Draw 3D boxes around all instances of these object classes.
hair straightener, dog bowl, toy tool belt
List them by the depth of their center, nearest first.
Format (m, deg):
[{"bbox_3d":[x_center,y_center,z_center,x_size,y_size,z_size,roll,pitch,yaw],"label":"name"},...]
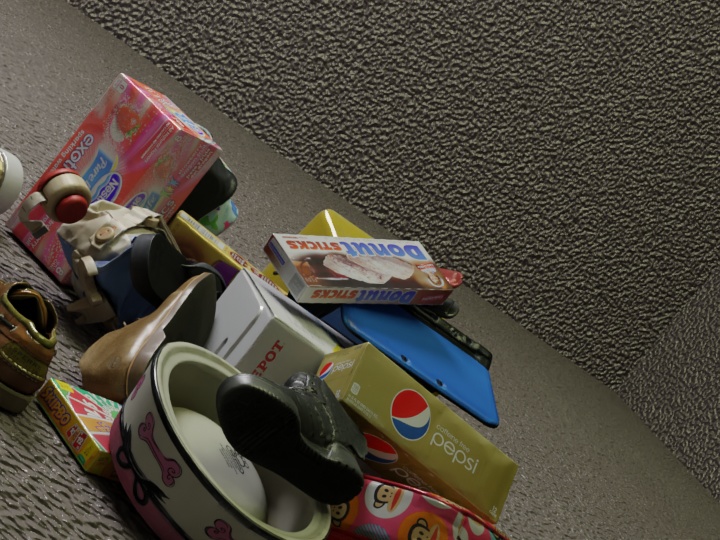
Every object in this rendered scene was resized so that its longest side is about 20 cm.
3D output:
[{"bbox_3d":[-0.116,0.157,1.361,0.200,0.074,0.200,44,17,-17],"label":"dog bowl"},{"bbox_3d":[-0.231,-0.002,1.638,0.123,0.125,0.200,53,-5,37],"label":"toy tool belt"},{"bbox_3d":[0.006,0.025,1.769,0.198,0.077,0.041,8,28,9],"label":"hair straightener"}]

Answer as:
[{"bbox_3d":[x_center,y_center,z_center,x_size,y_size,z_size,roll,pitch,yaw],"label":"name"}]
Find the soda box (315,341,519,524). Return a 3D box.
[{"bbox_3d":[0.046,0.150,1.525,0.200,0.064,0.068,39,-33,-23],"label":"soda box"}]

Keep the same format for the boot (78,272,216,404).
[{"bbox_3d":[-0.186,0.054,1.532,0.075,0.074,0.200,6,27,18],"label":"boot"}]

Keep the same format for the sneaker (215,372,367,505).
[{"bbox_3d":[-0.055,0.119,1.380,0.200,0.060,0.105,44,18,-37],"label":"sneaker"}]

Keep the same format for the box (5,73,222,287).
[{"bbox_3d":[-0.250,-0.084,1.748,0.103,0.200,0.095,43,8,24],"label":"box"}]

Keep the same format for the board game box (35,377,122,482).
[{"bbox_3d":[-0.175,0.152,1.424,0.096,0.030,0.200,46,8,39],"label":"board game box"}]

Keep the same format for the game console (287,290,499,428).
[{"bbox_3d":[0.028,0.087,1.718,0.200,0.170,0.119,36,53,-20],"label":"game console"}]

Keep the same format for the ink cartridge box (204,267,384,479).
[{"bbox_3d":[-0.065,0.126,1.614,0.200,0.147,0.146,36,7,-23],"label":"ink cartridge box"}]

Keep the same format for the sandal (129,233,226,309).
[{"bbox_3d":[-0.163,0.020,1.639,0.043,0.077,0.200,-1,-13,16],"label":"sandal"}]

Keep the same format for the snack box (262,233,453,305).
[{"bbox_3d":[0.000,0.000,1.650,0.199,0.024,0.072,2,42,-45],"label":"snack box"}]

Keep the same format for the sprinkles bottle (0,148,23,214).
[{"bbox_3d":[-0.415,-0.114,1.646,0.068,0.068,0.200,45,10,37],"label":"sprinkles bottle"}]

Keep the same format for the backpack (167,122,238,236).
[{"bbox_3d":[-0.244,-0.093,1.926,0.200,0.177,0.151,35,-23,46],"label":"backpack"}]

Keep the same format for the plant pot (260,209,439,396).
[{"bbox_3d":[-0.016,0.092,1.934,0.200,0.200,0.177,33,21,-37],"label":"plant pot"}]

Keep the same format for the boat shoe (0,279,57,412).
[{"bbox_3d":[-0.276,0.045,1.393,0.072,0.068,0.200,33,9,-27],"label":"boat shoe"}]

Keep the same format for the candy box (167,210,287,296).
[{"bbox_3d":[-0.147,0.045,1.804,0.200,0.117,0.056,38,9,-6],"label":"candy box"}]

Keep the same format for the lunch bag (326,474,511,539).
[{"bbox_3d":[0.035,0.238,1.507,0.175,0.082,0.200,12,-19,35],"label":"lunch bag"}]
